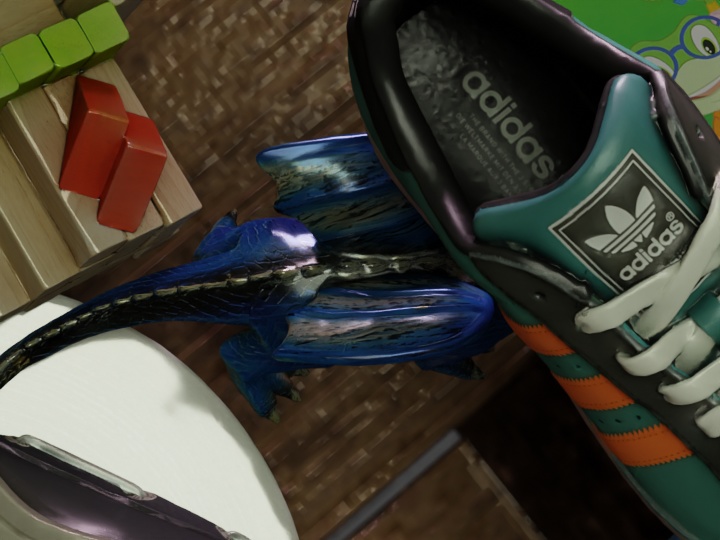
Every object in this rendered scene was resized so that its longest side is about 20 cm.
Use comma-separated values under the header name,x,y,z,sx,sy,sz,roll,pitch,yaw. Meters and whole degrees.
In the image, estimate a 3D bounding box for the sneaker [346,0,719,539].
name,x,y,z,sx,sy,sz,roll,pitch,yaw
sneaker,0.066,0.005,0.645,0.071,0.080,0.200,-46,75,0

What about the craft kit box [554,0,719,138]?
name,x,y,z,sx,sy,sz,roll,pitch,yaw
craft kit box,0.130,-0.101,0.798,0.200,0.049,0.198,-39,68,-15

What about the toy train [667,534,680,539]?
name,x,y,z,sx,sy,sz,roll,pitch,yaw
toy train,0.138,0.107,0.789,0.114,0.087,0.200,29,81,-21

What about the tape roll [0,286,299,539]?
name,x,y,z,sx,sy,sz,roll,pitch,yaw
tape roll,-0.112,0.101,0.754,0.203,0.037,0.203,2,84,-14

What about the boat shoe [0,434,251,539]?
name,x,y,z,sx,sy,sz,roll,pitch,yaw
boat shoe,-0.084,0.078,0.713,0.200,0.063,0.073,20,90,9

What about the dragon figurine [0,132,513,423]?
name,x,y,z,sx,sy,sz,roll,pitch,yaw
dragon figurine,0.000,0.000,0.728,0.200,0.099,0.059,-3,78,-15

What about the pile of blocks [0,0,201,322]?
name,x,y,z,sx,sy,sz,roll,pitch,yaw
pile of blocks,-0.088,-0.090,0.749,0.082,0.062,0.200,-1,73,-26
